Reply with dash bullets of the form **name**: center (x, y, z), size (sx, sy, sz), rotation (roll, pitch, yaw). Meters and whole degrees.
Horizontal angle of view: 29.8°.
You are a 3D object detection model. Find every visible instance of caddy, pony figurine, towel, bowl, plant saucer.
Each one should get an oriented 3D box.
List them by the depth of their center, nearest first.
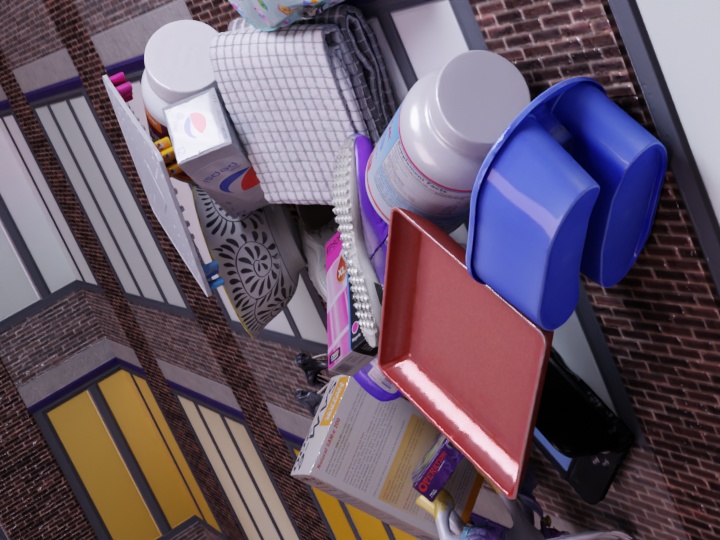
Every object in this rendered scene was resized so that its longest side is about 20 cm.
- **caddy**: center (0.148, -0.053, 1.030), size (0.105, 0.141, 0.201), rotation (44, 153, 29)
- **plant saucer**: center (0.093, 0.067, 1.177), size (0.199, 0.036, 0.202), rotation (43, 144, 36)
- **towel**: center (-0.044, -0.165, 1.356), size (0.164, 0.086, 0.202), rotation (3, 128, 38)
- **pony figurine**: center (0.169, 0.292, 1.411), size (0.168, 0.191, 0.201), rotation (89, 164, -47)
- **bowl**: center (-0.122, -0.031, 1.632), size (0.201, 0.093, 0.203), rotation (-23, -90, -86)

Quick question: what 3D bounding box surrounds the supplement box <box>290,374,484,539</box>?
- **supplement box**: center (0.038, 0.217, 1.534), size (0.199, 0.127, 0.073), rotation (29, 162, -14)

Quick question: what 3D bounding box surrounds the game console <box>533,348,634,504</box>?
- **game console**: center (0.150, 0.128, 1.287), size (0.200, 0.116, 0.177), rotation (49, 148, 28)

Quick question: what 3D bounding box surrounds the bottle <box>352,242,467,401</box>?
- **bottle**: center (0.059, 0.051, 1.388), size (0.084, 0.065, 0.200), rotation (45, 131, 10)

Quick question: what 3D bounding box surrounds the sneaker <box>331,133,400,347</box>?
- **sneaker**: center (0.034, -0.035, 1.298), size (0.070, 0.098, 0.203), rotation (-168, 67, -76)

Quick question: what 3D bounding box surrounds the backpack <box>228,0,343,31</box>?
- **backpack**: center (-0.064, -0.301, 1.216), size (0.168, 0.126, 0.200), rotation (59, 163, -8)

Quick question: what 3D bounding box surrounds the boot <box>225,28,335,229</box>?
- **boot**: center (-0.099, -0.167, 1.570), size (0.200, 0.064, 0.188), rotation (48, 157, 37)

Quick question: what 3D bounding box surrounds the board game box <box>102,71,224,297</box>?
- **board game box**: center (-0.220, -0.099, 1.514), size (0.200, 0.026, 0.201), rotation (51, 162, 47)

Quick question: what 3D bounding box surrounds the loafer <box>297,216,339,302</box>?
- **loafer**: center (-0.024, 0.002, 1.568), size (0.201, 0.069, 0.070), rotation (-115, 9, -54)

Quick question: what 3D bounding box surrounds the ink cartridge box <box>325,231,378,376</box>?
- **ink cartridge box**: center (0.000, 0.000, 1.405), size (0.095, 0.037, 0.202), rotation (-43, 38, 47)

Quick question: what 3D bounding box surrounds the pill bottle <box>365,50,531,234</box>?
- **pill bottle**: center (0.076, -0.108, 1.167), size (0.109, 0.108, 0.200), rotation (57, 159, 8)

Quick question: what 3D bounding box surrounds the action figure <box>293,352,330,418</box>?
- **action figure**: center (0.007, 0.087, 1.598), size (0.200, 0.101, 0.120), rotation (-45, 39, 30)

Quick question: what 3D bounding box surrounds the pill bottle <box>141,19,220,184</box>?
- **pill bottle**: center (-0.191, -0.190, 1.534), size (0.110, 0.109, 0.200), rotation (53, 164, 18)

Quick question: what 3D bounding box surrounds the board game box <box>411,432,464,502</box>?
- **board game box**: center (0.096, 0.176, 1.397), size (0.032, 0.120, 0.200), rotation (39, 177, 4)

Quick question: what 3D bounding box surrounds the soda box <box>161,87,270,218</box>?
- **soda box**: center (-0.146, -0.122, 1.454), size (0.200, 0.063, 0.069), rotation (52, -162, -72)
